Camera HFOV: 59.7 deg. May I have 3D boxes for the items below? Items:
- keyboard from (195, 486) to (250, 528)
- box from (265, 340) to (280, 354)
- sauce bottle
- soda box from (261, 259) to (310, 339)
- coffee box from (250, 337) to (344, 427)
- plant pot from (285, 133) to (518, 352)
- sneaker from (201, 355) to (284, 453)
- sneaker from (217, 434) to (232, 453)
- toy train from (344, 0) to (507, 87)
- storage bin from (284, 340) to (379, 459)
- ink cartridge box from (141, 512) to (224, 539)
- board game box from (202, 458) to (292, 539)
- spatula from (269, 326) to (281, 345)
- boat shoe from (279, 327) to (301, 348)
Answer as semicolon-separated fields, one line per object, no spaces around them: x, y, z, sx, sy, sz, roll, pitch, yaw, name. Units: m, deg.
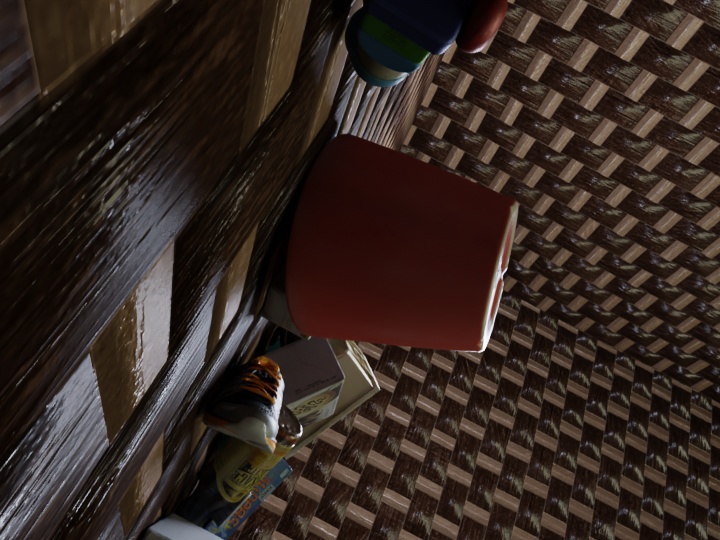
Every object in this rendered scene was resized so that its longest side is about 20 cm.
-0.196;0.310;0.882;0.056;0.011;0.200;-51;-165;-18;keyboard
-0.109;0.096;1.082;0.202;0.049;0.082;-64;180;-16;box
-0.158;0.253;0.795;0.200;0.066;0.066;-48;-177;12;sauce bottle
-0.042;-0.021;0.744;0.201;0.063;0.068;-63;180;-39;soda box
-0.096;0.175;0.923;0.112;0.080;0.201;-21;159;-17;coffee box
0.048;-0.014;0.599;0.200;0.175;0.203;13;90;-75;plant pot
-0.116;0.135;0.669;0.078;0.078;0.200;-62;-169;-7;sneaker
-0.201;0.285;1.045;0.080;0.077;0.200;-45;169;-16;sneaker
0.056;-0.208;0.368;0.202;0.084;0.116;-64;-169;-9;toy train
-0.085;0.209;1.151;0.199;0.094;0.199;-37;-168;0;storage bin
-0.227;0.377;0.661;0.202;0.083;0.145;-63;-179;-16;ink cartridge box
-0.192;0.343;0.909;0.200;0.035;0.135;-43;-176;-18;board game box
-0.094;0.034;1.014;0.202;0.020;0.057;-63;-178;-19;spatula
-0.072;0.043;0.963;0.070;0.070;0.202;154;-45;-78;boat shoe
